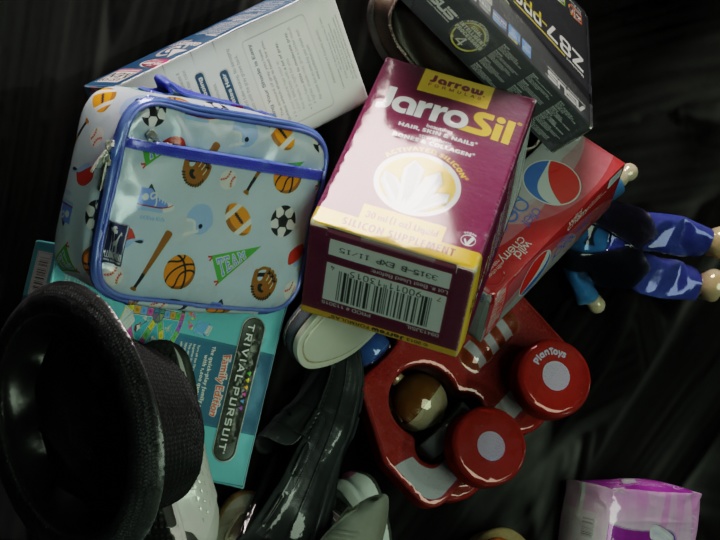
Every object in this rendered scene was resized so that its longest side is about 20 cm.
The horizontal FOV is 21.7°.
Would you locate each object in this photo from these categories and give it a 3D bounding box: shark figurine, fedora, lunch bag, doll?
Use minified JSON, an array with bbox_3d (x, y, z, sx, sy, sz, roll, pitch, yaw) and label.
[{"bbox_3d":[-0.020,0.282,1.417,0.128,0.089,0.215,0,110,-67],"label":"shark figurine"},{"bbox_3d":[-0.174,0.104,1.306,0.092,0.201,0.201,0,95,-46],"label":"fedora"},{"bbox_3d":[-0.121,-0.053,1.357,0.200,0.076,0.160,8,100,-41],"label":"lunch bag"},{"bbox_3d":[0.232,-0.027,1.666,0.200,0.048,0.137,9,91,-26],"label":"doll"}]

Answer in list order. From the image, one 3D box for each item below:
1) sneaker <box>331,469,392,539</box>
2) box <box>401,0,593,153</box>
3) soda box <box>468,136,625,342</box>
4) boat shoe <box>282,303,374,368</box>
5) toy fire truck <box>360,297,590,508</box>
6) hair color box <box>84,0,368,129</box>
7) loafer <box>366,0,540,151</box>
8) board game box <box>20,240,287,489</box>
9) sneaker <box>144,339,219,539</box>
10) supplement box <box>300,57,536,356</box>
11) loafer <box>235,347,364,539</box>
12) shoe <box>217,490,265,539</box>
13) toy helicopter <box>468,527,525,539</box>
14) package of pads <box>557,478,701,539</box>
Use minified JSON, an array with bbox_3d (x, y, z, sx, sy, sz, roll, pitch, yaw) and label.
[{"bbox_3d":[-0.015,0.268,1.534,0.086,0.080,0.200,-16,93,-21],"label":"sneaker"},{"bbox_3d":[0.110,-0.213,1.521,0.200,0.049,0.161,42,34,-28],"label":"box"},{"bbox_3d":[0.133,-0.034,1.552,0.200,0.070,0.063,-43,160,-34],"label":"soda box"},{"bbox_3d":[0.000,0.000,1.504,0.200,0.062,0.075,-46,148,-27],"label":"boat shoe"},{"bbox_3d":[0.078,0.090,1.560,0.168,0.112,0.200,47,68,-1],"label":"toy fire truck"},{"bbox_3d":[-0.100,-0.136,1.439,0.200,0.061,0.100,-29,111,-27],"label":"hair color box"},{"bbox_3d":[0.087,-0.168,1.547,0.200,0.071,0.073,43,72,-28],"label":"loafer"},{"bbox_3d":[-0.166,0.073,1.427,0.200,0.047,0.151,15,87,-32],"label":"board game box"},{"bbox_3d":[-0.144,0.151,1.391,0.080,0.074,0.200,3,87,-64],"label":"sneaker"},{"bbox_3d":[0.047,-0.051,1.441,0.103,0.131,0.200,98,10,-47],"label":"supplement box"},{"bbox_3d":[-0.047,0.136,1.481,0.070,0.068,0.201,23,65,-18],"label":"loafer"},{"bbox_3d":[-0.084,0.275,1.494,0.070,0.053,0.200,-2,96,-32],"label":"shoe"},{"bbox_3d":[0.140,0.317,1.600,0.132,0.079,0.200,-2,73,-47],"label":"toy helicopter"},{"bbox_3d":[0.230,0.285,1.679,0.120,0.076,0.200,7,91,-34],"label":"package of pads"}]
